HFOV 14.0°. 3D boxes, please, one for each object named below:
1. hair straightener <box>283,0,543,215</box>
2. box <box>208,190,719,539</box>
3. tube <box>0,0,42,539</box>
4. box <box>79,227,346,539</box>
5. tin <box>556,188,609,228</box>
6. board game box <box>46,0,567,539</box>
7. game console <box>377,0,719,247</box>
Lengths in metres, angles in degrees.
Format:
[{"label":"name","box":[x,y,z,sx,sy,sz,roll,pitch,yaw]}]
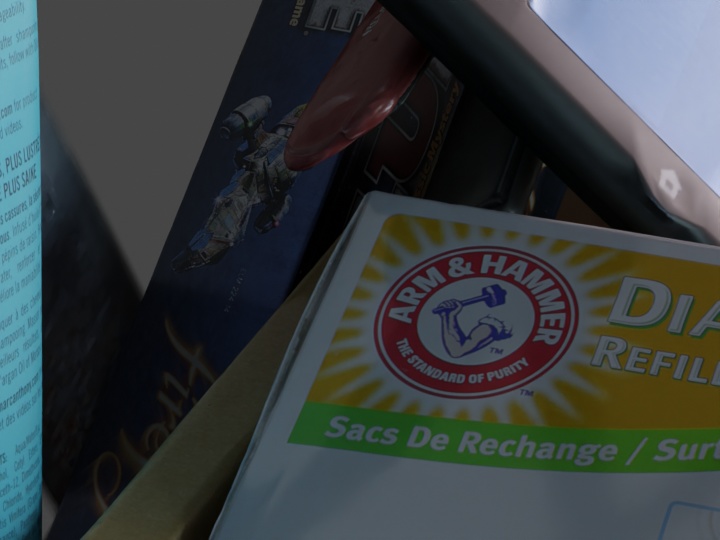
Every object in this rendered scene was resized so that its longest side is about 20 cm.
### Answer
[{"label":"hair straightener","box":[0.051,-0.067,0.647,0.077,0.041,0.200,43,44,-16]},{"label":"box","box":[0.082,0.071,0.549,0.113,0.199,0.102,78,28,-47]},{"label":"tube","box":[-0.078,0.016,0.516,0.077,0.050,0.201,-55,151,-69]},{"label":"box","box":[-0.028,0.097,0.593,0.200,0.021,0.164,-49,147,-54]},{"label":"tin","box":[0.091,-0.006,0.887,0.112,0.042,0.200,-57,151,-26]},{"label":"board game box","box":[0.000,0.000,0.690,0.201,0.034,0.135,-69,156,-12]},{"label":"game console","box":[0.085,-0.068,0.626,0.200,0.031,0.177,43,44,-16]}]
